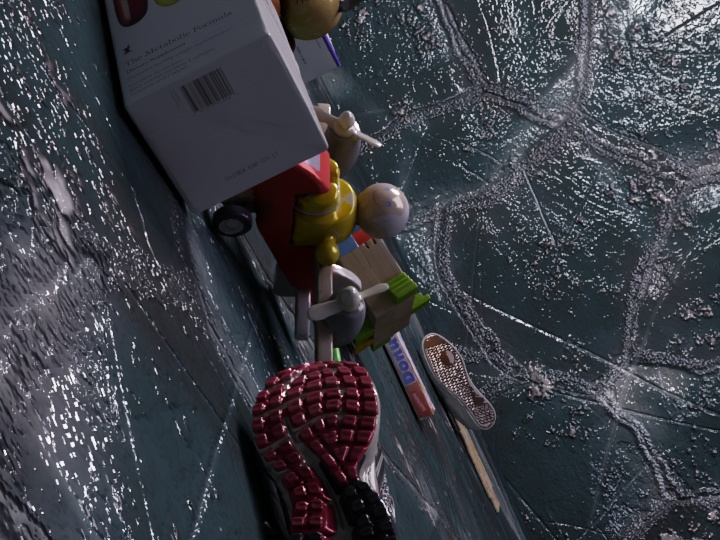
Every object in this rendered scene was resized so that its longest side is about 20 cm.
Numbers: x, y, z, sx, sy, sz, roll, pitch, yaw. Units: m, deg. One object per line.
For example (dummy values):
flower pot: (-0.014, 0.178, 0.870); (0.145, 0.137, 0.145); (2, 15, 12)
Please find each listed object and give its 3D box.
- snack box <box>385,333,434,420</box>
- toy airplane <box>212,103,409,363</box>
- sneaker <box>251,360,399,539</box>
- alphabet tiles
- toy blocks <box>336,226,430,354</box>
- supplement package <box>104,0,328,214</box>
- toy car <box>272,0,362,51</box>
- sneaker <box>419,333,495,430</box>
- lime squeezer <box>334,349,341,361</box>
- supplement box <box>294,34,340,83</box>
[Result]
snack box: (0.051, 0.112, 1.877); (0.072, 0.024, 0.202); (-11, 76, -86)
toy airplane: (-0.026, -0.030, 1.084); (0.199, 0.139, 0.202); (-53, 132, -75)
sneaker: (-0.019, 0.136, 0.799); (0.201, 0.080, 0.075); (-99, 179, -45)
alphabet tiles: (0.220, 0.360, 2.541); (0.166, 0.006, 0.202); (20, 46, -84)
toy blocks: (0.000, 0.000, 1.473); (0.137, 0.099, 0.200); (57, -9, 12)
supplement package: (-0.113, -0.160, 0.982); (0.201, 0.113, 0.110); (-111, 175, -47)
toy car: (-0.081, -0.343, 1.684); (0.165, 0.198, 0.158); (67, 6, 31)
sneaker: (0.158, 0.207, 2.410); (0.201, 0.073, 0.085); (57, -28, -4)
lime squeezer: (-0.031, 0.026, 1.363); (0.200, 0.037, 0.071); (-104, 168, -68)
supplement box: (-0.113, -0.396, 2.160); (0.102, 0.102, 0.201); (59, 9, -39)
